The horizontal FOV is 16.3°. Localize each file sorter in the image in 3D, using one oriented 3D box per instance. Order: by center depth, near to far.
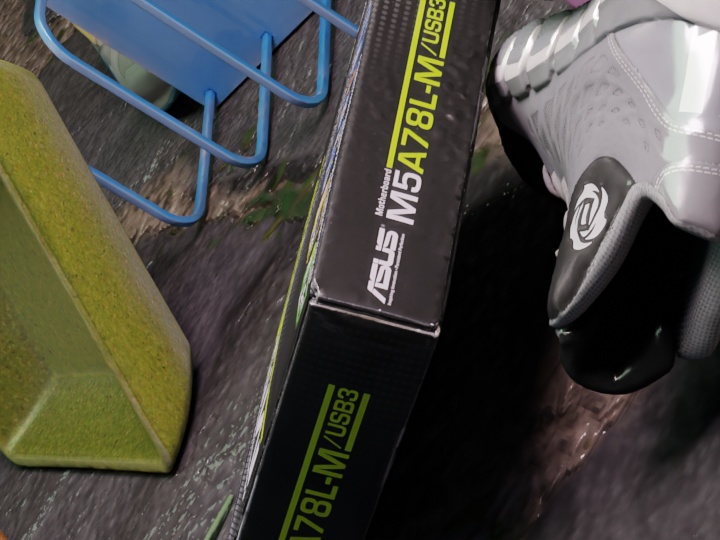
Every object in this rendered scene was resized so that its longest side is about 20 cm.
[{"bbox_3d":[-0.063,-0.137,1.136,0.200,0.139,0.123,-42,30,31],"label":"file sorter"}]

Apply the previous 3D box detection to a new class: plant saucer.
[{"bbox_3d":[-0.152,-0.008,1.113,0.048,0.200,0.200,-34,13,-25],"label":"plant saucer"}]

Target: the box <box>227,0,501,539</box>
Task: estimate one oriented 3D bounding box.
[{"bbox_3d":[0.000,0.000,0.840,0.193,0.047,0.200,111,173,-49],"label":"box"}]

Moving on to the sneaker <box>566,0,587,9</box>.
[{"bbox_3d":[0.127,-0.178,0.890,0.081,0.088,0.200,47,128,34],"label":"sneaker"}]

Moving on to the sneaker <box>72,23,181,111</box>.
[{"bbox_3d":[-0.124,-0.141,1.335,0.077,0.081,0.200,-54,24,3],"label":"sneaker"}]

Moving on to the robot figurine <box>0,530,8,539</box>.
[{"bbox_3d":[-0.213,0.171,1.054,0.200,0.116,0.144,-62,-21,-12],"label":"robot figurine"}]

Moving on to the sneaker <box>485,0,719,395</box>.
[{"bbox_3d":[0.072,-0.017,0.756,0.200,0.075,0.116,128,155,-76],"label":"sneaker"}]

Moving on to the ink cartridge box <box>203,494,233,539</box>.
[{"bbox_3d":[-0.113,0.162,0.847,0.104,0.059,0.200,-44,-21,-84],"label":"ink cartridge box"}]
